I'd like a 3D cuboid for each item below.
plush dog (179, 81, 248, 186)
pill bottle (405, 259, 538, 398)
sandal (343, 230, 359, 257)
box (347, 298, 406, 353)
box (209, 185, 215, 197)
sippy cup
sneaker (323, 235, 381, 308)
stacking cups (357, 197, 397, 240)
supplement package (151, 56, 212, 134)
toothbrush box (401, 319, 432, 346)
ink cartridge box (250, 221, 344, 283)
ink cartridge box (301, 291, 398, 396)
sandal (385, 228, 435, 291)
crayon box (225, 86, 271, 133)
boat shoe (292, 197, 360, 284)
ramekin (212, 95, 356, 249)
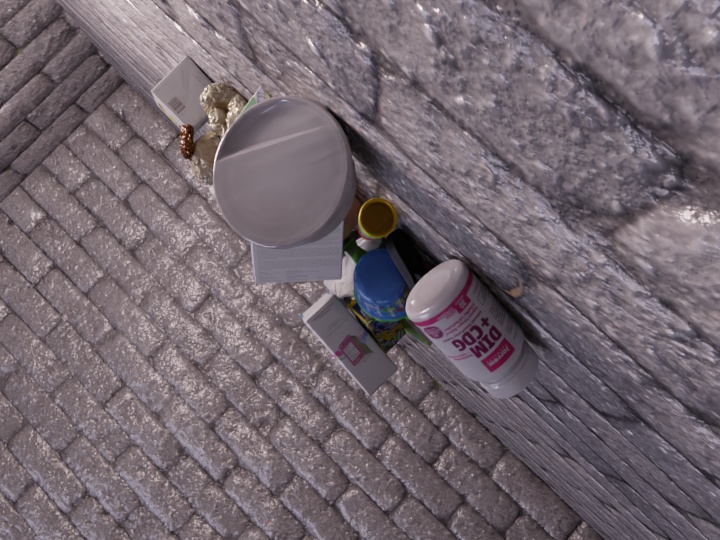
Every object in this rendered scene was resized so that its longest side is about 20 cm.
[{"bbox_3d":[-0.253,-0.238,1.126,0.200,0.172,0.160,49,171,-36],"label":"plush dog"},{"bbox_3d":[0.170,0.091,0.862,0.200,0.114,0.113,45,174,-18],"label":"pill bottle"},{"bbox_3d":[0.003,-0.039,1.268,0.201,0.079,0.058,39,159,43],"label":"sandal"},{"bbox_3d":[0.038,0.104,1.208,0.064,0.070,0.200,42,171,25],"label":"box"},{"bbox_3d":[-0.215,-0.132,1.268,0.200,0.112,0.101,44,171,14],"label":"box"},{"bbox_3d":[0.044,0.019,1.038,0.175,0.142,0.130,9,173,11],"label":"sippy cup"},{"bbox_3d":[0.000,0.000,1.193,0.100,0.074,0.200,56,138,18],"label":"sneaker"},{"bbox_3d":[0.022,-0.074,0.973,0.060,0.061,0.200,43,175,0],"label":"stacking cups"},{"bbox_3d":[-0.390,-0.386,1.319,0.114,0.110,0.200,46,174,-16],"label":"supplement package"},{"bbox_3d":[0.101,0.070,1.284,0.146,0.086,0.200,48,172,-13],"label":"toothbrush box"},{"bbox_3d":[-0.109,-0.068,0.996,0.050,0.160,0.202,-103,14,-51],"label":"ink cartridge box"},{"bbox_3d":[-0.025,0.147,1.191,0.201,0.084,0.144,51,174,-6],"label":"ink cartridge box"},{"bbox_3d":[0.114,0.016,0.966,0.048,0.076,0.201,-24,113,34],"label":"sandal"},{"bbox_3d":[-0.138,-0.185,0.971,0.200,0.125,0.052,45,-142,-9],"label":"crayon box"},{"bbox_3d":[-0.074,-0.068,1.082,0.073,0.202,0.063,29,-157,-22],"label":"boat shoe"},{"bbox_3d":[-0.096,-0.128,0.803,0.202,0.203,0.094,42,-173,15],"label":"ramekin"}]
